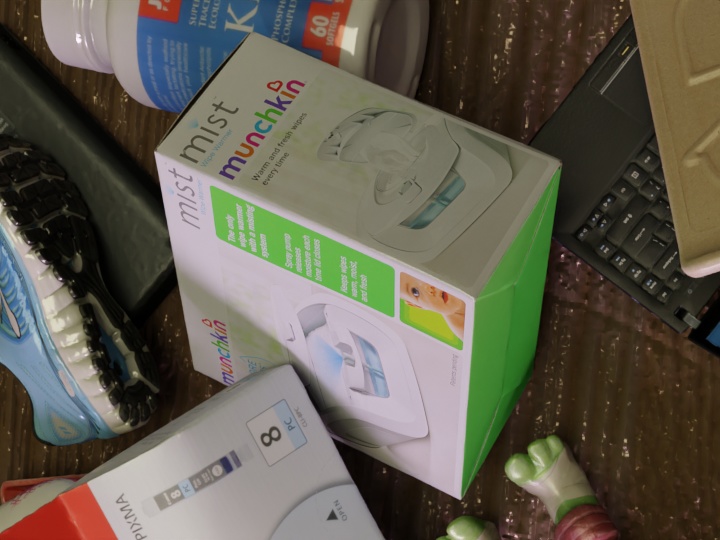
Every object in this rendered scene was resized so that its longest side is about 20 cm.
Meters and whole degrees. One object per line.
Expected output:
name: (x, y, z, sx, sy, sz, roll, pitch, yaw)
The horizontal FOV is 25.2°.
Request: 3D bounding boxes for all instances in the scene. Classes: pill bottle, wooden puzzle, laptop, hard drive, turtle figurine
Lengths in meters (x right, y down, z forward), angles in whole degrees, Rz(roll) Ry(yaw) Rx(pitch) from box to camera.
pill bottle: (-0.072, -0.138, 0.895, 0.200, 0.112, 0.113, 11, 97, 18)
wooden puzzle: (0.228, -0.099, 0.757, 0.185, 0.046, 0.200, -19, 54, 24)
laptop: (0.191, -0.057, 0.791, 0.200, 0.103, 0.177, 39, 90, 13)
hard drive: (-0.204, -0.036, 0.991, 0.200, 0.033, 0.140, 45, 106, 12)
turtle figurine: (0.108, 0.186, 0.817, 0.194, 0.200, 0.144, 52, 143, 35)

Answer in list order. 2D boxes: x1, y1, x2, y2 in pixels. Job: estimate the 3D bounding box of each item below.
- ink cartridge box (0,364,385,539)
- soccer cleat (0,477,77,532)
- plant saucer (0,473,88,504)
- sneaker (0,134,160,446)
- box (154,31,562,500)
ink cartridge box: (-0.082, 0.163, 0.806, 0.047, 0.200, 0.160, -16, 103, 59)
soccer cleat: (-0.222, 0.183, 0.945, 0.200, 0.086, 0.070, -39, 70, 43)
plant saucer: (-0.130, 0.214, 0.943, 0.199, 0.037, 0.200, -12, 90, 47)
sneaker: (-0.199, 0.014, 0.935, 0.090, 0.078, 0.200, -27, 84, 23)
box: (0.000, 0.000, 0.830, 0.176, 0.200, 0.097, 24, 59, 16)
